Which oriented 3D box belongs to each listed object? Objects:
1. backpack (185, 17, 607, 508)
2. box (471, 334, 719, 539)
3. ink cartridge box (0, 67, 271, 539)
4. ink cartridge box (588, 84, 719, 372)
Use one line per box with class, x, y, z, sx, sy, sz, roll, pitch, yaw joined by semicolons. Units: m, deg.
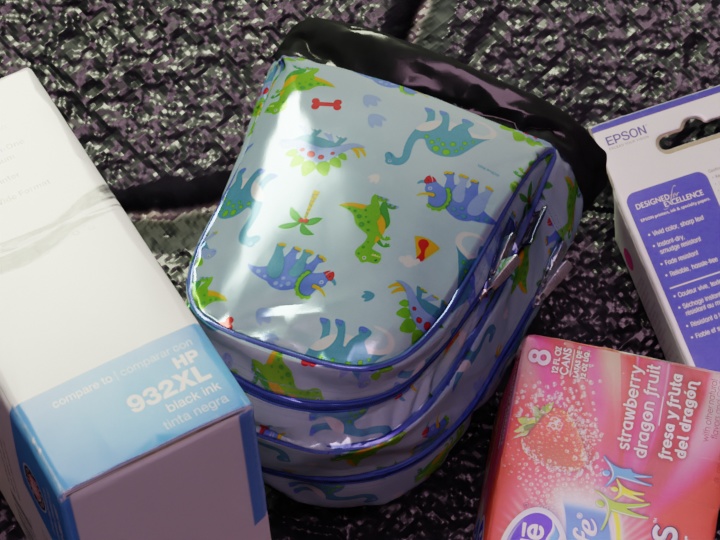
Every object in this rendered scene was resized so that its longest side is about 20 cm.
backpack;0.000;0.000;1.111;0.163;0.154;0.201;23;77;10
box;0.090;0.140;1.086;0.095;0.100;0.201;12;70;0
ink cartridge box;-0.118;0.041;1.057;0.083;0.145;0.200;-26;55;-15
ink cartridge box;0.179;0.015;1.174;0.094;0.037;0.201;-18;74;-10
